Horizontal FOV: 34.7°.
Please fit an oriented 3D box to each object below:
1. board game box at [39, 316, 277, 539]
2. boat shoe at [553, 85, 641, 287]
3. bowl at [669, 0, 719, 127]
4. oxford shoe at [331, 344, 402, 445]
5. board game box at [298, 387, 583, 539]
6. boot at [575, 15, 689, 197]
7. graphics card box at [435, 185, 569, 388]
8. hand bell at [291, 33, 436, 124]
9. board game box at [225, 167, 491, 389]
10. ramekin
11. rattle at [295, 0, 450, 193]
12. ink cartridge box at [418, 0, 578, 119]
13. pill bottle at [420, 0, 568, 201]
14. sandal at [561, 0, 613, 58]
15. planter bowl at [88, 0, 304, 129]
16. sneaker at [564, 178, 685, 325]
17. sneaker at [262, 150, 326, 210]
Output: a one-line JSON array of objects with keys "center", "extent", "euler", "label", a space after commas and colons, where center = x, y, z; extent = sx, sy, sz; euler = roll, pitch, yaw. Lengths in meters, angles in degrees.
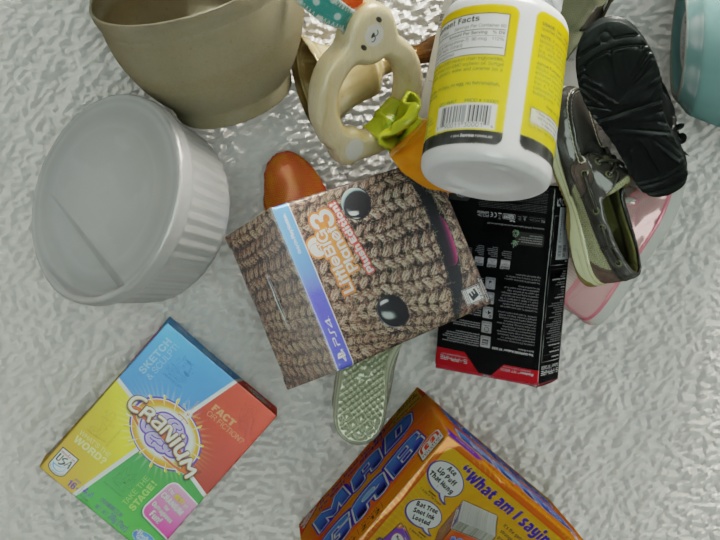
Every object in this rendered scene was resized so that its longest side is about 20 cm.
[{"center": [-0.208, 0.173, 1.197], "extent": [0.153, 0.040, 0.200], "euler": [41, 91, -9], "label": "board game box"}, {"center": [0.230, -0.084, 1.112], "extent": [0.066, 0.072, 0.201], "euler": [-5, 102, 38], "label": "boat shoe"}, {"center": [0.367, -0.224, 1.140], "extent": [0.105, 0.201, 0.201], "euler": [1, 97, 7], "label": "bowl"}, {"center": [0.010, 0.083, 1.203], "extent": [0.075, 0.058, 0.201], "euler": [11, 81, 0], "label": "oxford shoe"}, {"center": [0.080, 0.274, 1.156], "extent": [0.200, 0.200, 0.200], "euler": [41, 92, -8], "label": "board game box"}, {"center": [0.264, -0.180, 1.122], "extent": [0.073, 0.163, 0.198], "euler": [-22, 117, 21], "label": "boot"}, {"center": [0.146, 0.009, 1.175], "extent": [0.125, 0.051, 0.201], "euler": [8, 98, 36], "label": "graphics card box"}, {"center": [0.040, -0.214, 1.164], "extent": [0.200, 0.104, 0.104], "euler": [-20, 98, -15], "label": "hand bell"}, {"center": [0.000, 0.000, 1.108], "extent": [0.200, 0.097, 0.160], "euler": [-21, 87, -36], "label": "board game box"}, {"center": [-0.214, -0.060, 1.102], "extent": [0.202, 0.094, 0.203], "euler": [-8, 75, 33], "label": "ramekin"}, {"center": [0.020, -0.178, 1.037], "extent": [0.130, 0.143, 0.200], "euler": [-14, 127, -14], "label": "rattle"}, {"center": [0.153, -0.216, 1.145], "extent": [0.146, 0.083, 0.201], "euler": [11, 95, -29], "label": "ink cartridge box"}, {"center": [0.121, -0.172, 1.007], "extent": [0.114, 0.114, 0.201], "euler": [11, 77, -7], "label": "pill bottle"}, {"center": [0.213, -0.264, 1.085], "extent": [0.080, 0.057, 0.201], "euler": [29, 87, -27], "label": "sandal"}, {"center": [-0.140, -0.221, 1.096], "extent": [0.200, 0.200, 0.135], "euler": [-19, 125, -3], "label": "planter bowl"}, {"center": [0.251, -0.049, 1.193], "extent": [0.105, 0.075, 0.200], "euler": [27, 97, -19], "label": "sneaker"}, {"center": [-0.055, -0.023, 1.171], "extent": [0.073, 0.077, 0.201], "euler": [-12, 96, -2], "label": "sneaker"}]
